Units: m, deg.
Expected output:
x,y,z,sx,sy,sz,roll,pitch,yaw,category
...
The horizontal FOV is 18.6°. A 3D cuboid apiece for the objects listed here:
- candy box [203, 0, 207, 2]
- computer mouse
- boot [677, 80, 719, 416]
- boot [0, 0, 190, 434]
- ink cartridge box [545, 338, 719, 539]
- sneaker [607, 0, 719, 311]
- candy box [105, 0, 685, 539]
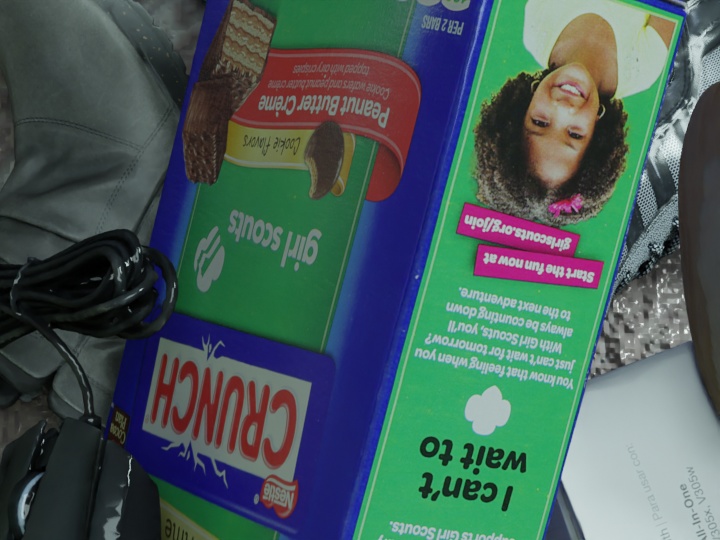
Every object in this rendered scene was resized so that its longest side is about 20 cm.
x,y,z,sx,sy,sz,roll,pitch,yaw,category
0.003,-0.167,0.821,0.200,0.077,0.169,34,72,2,candy box
-0.112,0.089,0.681,0.046,0.140,0.201,-1,90,-41,computer mouse
0.183,0.031,0.656,0.144,0.071,0.202,-11,80,-18,boot
-0.113,-0.031,0.771,0.200,0.070,0.132,42,75,3,boot
0.141,0.064,0.746,0.199,0.145,0.088,-21,79,-13,ink cartridge box
0.119,-0.022,0.800,0.114,0.076,0.200,24,70,1,sneaker
0.000,0.000,0.674,0.077,0.169,0.201,10,95,-30,candy box
